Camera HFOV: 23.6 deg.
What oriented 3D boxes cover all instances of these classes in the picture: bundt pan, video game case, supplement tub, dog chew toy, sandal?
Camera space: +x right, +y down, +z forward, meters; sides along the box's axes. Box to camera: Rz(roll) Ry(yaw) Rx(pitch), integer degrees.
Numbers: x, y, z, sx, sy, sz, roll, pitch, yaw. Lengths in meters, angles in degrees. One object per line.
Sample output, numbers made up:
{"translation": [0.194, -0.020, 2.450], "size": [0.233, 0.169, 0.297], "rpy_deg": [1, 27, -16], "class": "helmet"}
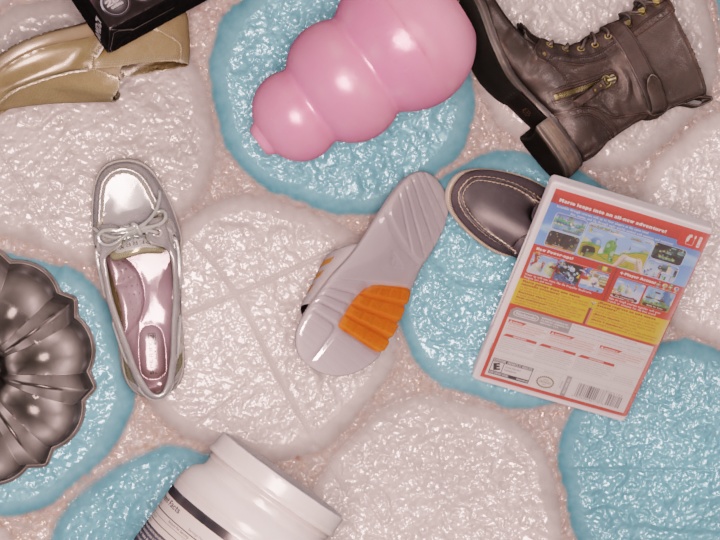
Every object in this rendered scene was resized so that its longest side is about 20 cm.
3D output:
{"translation": [-0.314, 0.081, 1.401], "size": [0.202, 0.076, 0.202], "rpy_deg": [0, 91, -10], "class": "bundt pan"}
{"translation": [0.194, 0.027, 1.464], "size": [0.143, 0.017, 0.200], "rpy_deg": [16, 118, -7], "class": "video game case"}
{"translation": [-0.121, 0.248, 1.403], "size": [0.140, 0.140, 0.200], "rpy_deg": [37, 86, -8], "class": "supplement tub"}
{"translation": [-0.004, -0.164, 1.429], "size": [0.200, 0.125, 0.125], "rpy_deg": [-36, 97, 2], "class": "dog chew toy"}
{"translation": [0.006, 0.005, 1.466], "size": [0.079, 0.059, 0.207], "rpy_deg": [46, 63, -24], "class": "sandal"}

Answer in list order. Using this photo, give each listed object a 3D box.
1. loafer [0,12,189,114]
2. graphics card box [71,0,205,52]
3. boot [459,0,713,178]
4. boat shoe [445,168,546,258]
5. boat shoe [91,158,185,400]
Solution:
{"translation": [-0.226, -0.165, 1.409], "size": [0.200, 0.076, 0.068], "rpy_deg": [-26, 89, -8], "class": "loafer"}
{"translation": [-0.204, -0.288, 1.389], "size": [0.125, 0.051, 0.200], "rpy_deg": [-31, 80, -18], "class": "graphics card box"}
{"translation": [0.195, -0.191, 1.492], "size": [0.174, 0.069, 0.200], "rpy_deg": [-35, 100, -12], "class": "boot"}
{"translation": [0.167, -0.031, 1.483], "size": [0.200, 0.063, 0.073], "rpy_deg": [29, 86, -11], "class": "boat shoe"}
{"translation": [-0.181, 0.007, 1.426], "size": [0.074, 0.065, 0.202], "rpy_deg": [-6, 92, -9], "class": "boat shoe"}
